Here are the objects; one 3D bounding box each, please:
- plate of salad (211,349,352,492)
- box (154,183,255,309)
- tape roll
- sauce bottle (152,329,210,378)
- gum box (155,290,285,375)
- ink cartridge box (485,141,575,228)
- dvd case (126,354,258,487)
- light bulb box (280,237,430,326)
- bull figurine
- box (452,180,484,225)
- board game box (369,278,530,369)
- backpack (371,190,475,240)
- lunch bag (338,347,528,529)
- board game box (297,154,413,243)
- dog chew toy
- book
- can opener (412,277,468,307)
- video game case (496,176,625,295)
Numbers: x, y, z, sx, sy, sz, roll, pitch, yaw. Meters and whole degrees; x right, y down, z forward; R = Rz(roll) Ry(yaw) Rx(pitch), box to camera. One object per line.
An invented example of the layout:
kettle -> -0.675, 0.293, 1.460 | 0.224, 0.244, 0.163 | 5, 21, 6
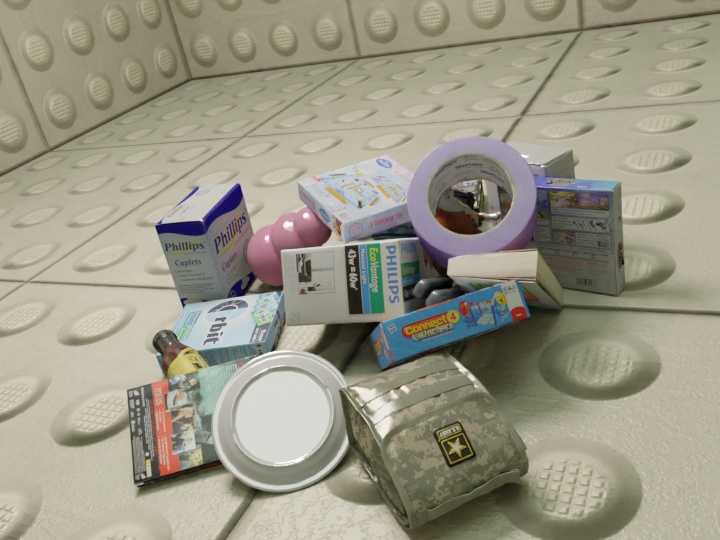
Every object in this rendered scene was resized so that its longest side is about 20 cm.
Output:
plate of salad -> -0.104, 0.204, 0.990 | 0.198, 0.048, 0.202 | -2, 59, 3
box -> -0.293, -0.045, 1.437 | 0.104, 0.202, 0.184 | -3, 28, 18
tape roll -> 0.176, -0.102, 1.134 | 0.198, 0.085, 0.202 | -5, 69, 12
sauce bottle -> -0.276, 0.159, 1.149 | 0.066, 0.066, 0.200 | -27, 43, -25
gum box -> -0.241, 0.108, 1.292 | 0.198, 0.045, 0.170 | -8, 28, 11
ink cartridge box -> 0.308, -0.118, 1.294 | 0.085, 0.202, 0.147 | -29, 31, -30
dvd case -> -0.231, 0.213, 1.035 | 0.198, 0.022, 0.147 | -16, 59, -2
light bulb box -> 0.000, 0.016, 1.192 | 0.198, 0.126, 0.198 | -4, 2, 19
bull figurine -> 0.177, -0.065, 1.271 | 0.120, 0.201, 0.065 | 15, 47, 17
box -> 0.166, -0.138, 1.576 | 0.198, 0.045, 0.161 | -7, 28, 15
board game box -> 0.120, 0.082, 1.045 | 0.194, 0.056, 0.200 | -17, -9, -7
backpack -> 0.112, -0.104, 1.425 | 0.198, 0.155, 0.163 | 17, 14, 8
lunch bag -> 0.086, 0.203, 0.876 | 0.163, 0.118, 0.200 | -19, 31, -18
board game box -> 0.012, -0.138, 1.336 | 0.198, 0.041, 0.200 | -20, 37, -20
dog chew toy -> -0.131, -0.053, 1.406 | 0.199, 0.125, 0.125 | -34, 13, 35
book -> 0.226, 0.019, 1.109 | 0.133, 0.049, 0.200 | 0, -15, 27
can opener -> 0.134, 0.045, 1.150 | 0.053, 0.067, 0.200 | 39, 12, 20
video game case -> 0.331, -0.062, 1.195 | 0.199, 0.183, 0.045 | 10, 34, 38
